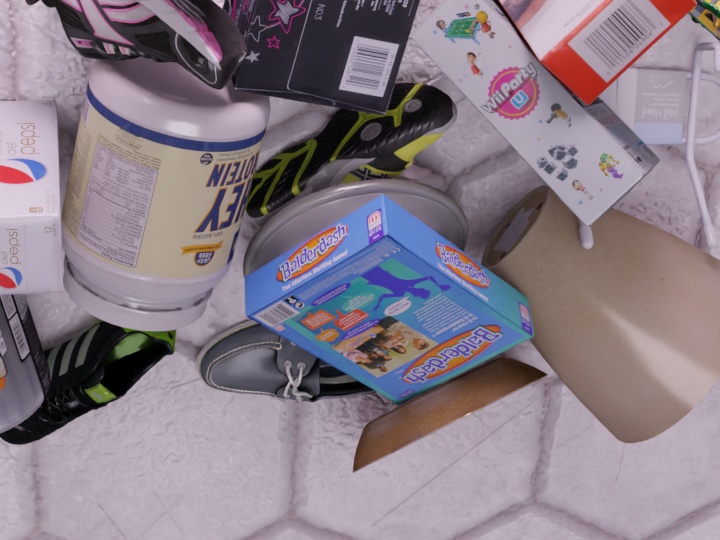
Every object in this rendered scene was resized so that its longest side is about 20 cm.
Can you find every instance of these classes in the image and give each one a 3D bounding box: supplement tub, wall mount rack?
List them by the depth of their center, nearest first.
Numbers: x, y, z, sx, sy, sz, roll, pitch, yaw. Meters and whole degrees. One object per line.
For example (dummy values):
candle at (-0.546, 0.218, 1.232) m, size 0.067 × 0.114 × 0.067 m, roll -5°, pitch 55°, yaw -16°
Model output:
supplement tub at (-0.162, -0.068, 1.245) m, size 0.144 × 0.145 × 0.201 m, roll 8°, pitch 119°, yaw -17°
supplement tub at (-0.338, 0.031, 1.278) m, size 0.122 × 0.123 × 0.201 m, roll -14°, pitch 122°, yaw -4°
wall mount rack at (0.242, -0.110, 1.331) m, size 0.199 × 0.075 × 0.175 m, roll 0°, pitch 100°, yaw -12°

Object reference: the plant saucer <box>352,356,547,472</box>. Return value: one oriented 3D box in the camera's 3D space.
plant saucer at (0.075, 0.125, 1.417) m, size 0.200 × 0.200 × 0.036 m, roll -27°, pitch 83°, yaw 4°

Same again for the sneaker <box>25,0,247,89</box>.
sneaker at (-0.173, -0.188, 1.164) m, size 0.087 × 0.200 × 0.080 m, roll -58°, pitch 157°, yaw 18°

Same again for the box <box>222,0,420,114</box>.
box at (-0.021, -0.241, 1.190) m, size 0.132 × 0.115 × 0.201 m, roll 7°, pitch 120°, yaw -18°

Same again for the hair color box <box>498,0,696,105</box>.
hair color box at (0.165, -0.225, 1.189) m, size 0.111 × 0.200 × 0.064 m, roll -43°, pitch 121°, yaw 15°

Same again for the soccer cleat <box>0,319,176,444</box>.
soccer cleat at (-0.246, 0.096, 1.363) m, size 0.200 × 0.081 × 0.068 m, roll -37°, pitch 121°, yaw 10°

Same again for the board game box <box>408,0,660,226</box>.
board game box at (0.142, -0.133, 1.222) m, size 0.064 × 0.148 × 0.200 m, roll -44°, pitch 85°, yaw 15°

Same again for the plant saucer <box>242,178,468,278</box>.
plant saucer at (0.000, 0.000, 1.334) m, size 0.199 × 0.050 × 0.200 m, roll -9°, pitch 147°, yaw -6°

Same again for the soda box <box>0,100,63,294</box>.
soda box at (-0.263, -0.060, 1.193) m, size 0.063 × 0.200 × 0.068 m, roll -2°, pitch 121°, yaw -11°

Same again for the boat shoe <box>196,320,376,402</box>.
boat shoe at (-0.049, 0.086, 1.412) m, size 0.199 × 0.062 × 0.073 m, roll -4°, pitch 121°, yaw -11°

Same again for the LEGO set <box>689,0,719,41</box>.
LEGO set at (0.327, -0.235, 1.232) m, size 0.154 × 0.200 × 0.116 m, roll 37°, pitch 100°, yaw -15°

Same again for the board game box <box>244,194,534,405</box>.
board game box at (0.025, 0.030, 1.287) m, size 0.152 × 0.045 × 0.200 m, roll -29°, pitch 137°, yaw 28°

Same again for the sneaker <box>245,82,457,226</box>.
sneaker at (-0.002, -0.090, 1.318) m, size 0.200 × 0.076 × 0.076 m, roll -28°, pitch 131°, yaw 17°

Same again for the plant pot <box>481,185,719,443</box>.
plant pot at (0.211, 0.021, 1.378) m, size 0.200 × 0.187 × 0.187 m, roll 36°, pitch 108°, yaw -12°
